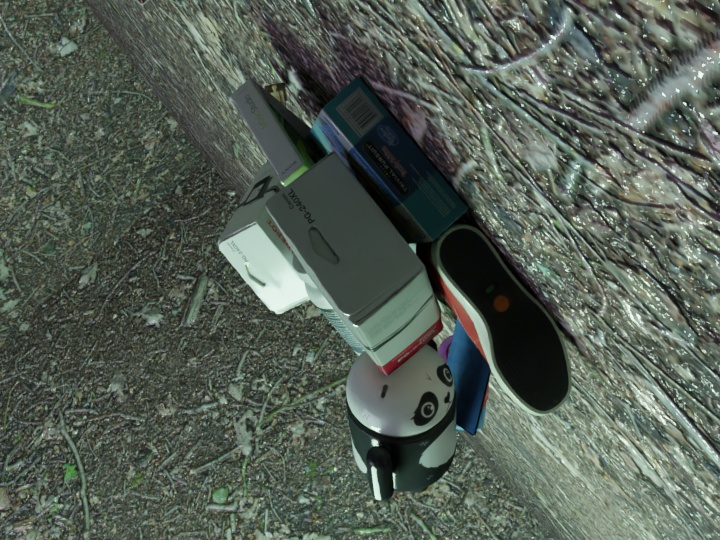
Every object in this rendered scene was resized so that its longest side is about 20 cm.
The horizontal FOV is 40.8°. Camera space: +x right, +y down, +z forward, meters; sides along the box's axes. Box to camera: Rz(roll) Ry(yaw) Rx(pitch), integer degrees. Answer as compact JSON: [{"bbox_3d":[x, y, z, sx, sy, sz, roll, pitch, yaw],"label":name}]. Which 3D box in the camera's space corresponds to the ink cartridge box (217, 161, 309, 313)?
[{"bbox_3d":[-0.108,-0.060,1.423,0.146,0.083,0.201,51,-145,-24],"label":"ink cartridge box"}]

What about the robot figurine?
[{"bbox_3d":[0.049,0.166,1.078,0.201,0.123,0.151,84,167,-46],"label":"robot figurine"}]

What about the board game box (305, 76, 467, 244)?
[{"bbox_3d":[0.017,-0.096,0.937,0.151,0.047,0.200,50,174,-5],"label":"board game box"}]

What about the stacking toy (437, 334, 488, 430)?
[{"bbox_3d":[0.137,0.129,1.314,0.108,0.117,0.201,12,151,1],"label":"stacking toy"}]

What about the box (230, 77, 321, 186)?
[{"bbox_3d":[-0.049,-0.113,1.064,0.200,0.036,0.145,32,-158,-54],"label":"box"}]

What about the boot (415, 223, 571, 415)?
[{"bbox_3d":[0.125,0.044,0.943,0.201,0.072,0.144,57,174,-4],"label":"boot"}]

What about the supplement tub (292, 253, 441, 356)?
[{"bbox_3d":[0.010,0.027,1.343,0.201,0.140,0.140,52,174,-30],"label":"supplement tub"}]

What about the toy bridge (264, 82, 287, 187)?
[{"bbox_3d":[-0.086,-0.126,1.167,0.067,0.027,0.202,-104,4,-64],"label":"toy bridge"}]

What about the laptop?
[{"bbox_3d":[0.086,0.062,1.118,0.200,0.116,0.187,49,174,-7],"label":"laptop"}]

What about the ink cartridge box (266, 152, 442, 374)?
[{"bbox_3d":[0.000,0.000,0.925,0.146,0.083,0.200,52,175,20],"label":"ink cartridge box"}]

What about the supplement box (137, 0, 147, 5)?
[{"bbox_3d":[-0.282,-0.399,1.171,0.109,0.061,0.200,49,176,-12],"label":"supplement box"}]
